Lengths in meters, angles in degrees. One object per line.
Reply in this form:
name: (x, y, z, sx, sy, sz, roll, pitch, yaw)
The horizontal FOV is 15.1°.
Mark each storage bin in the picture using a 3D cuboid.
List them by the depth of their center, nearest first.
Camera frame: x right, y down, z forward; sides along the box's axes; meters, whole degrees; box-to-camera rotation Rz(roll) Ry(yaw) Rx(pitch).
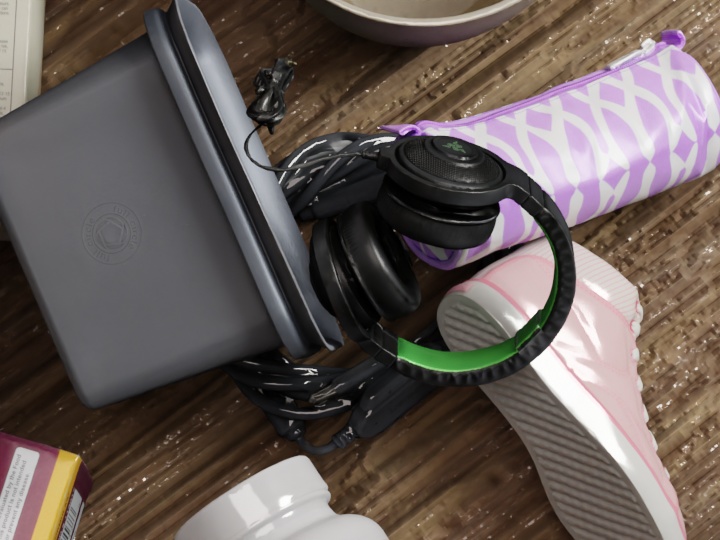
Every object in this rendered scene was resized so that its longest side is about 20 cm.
storage bin: (-0.110, -0.026, 1.443, 0.134, 0.146, 0.201, -23, 88, 5)

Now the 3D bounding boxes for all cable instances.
cable: (0.000, 0.000, 1.530, 0.200, 0.051, 0.163, -40, 71, -15)

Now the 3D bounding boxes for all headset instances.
headset: (0.021, -0.028, 1.408, 0.200, 0.094, 0.124, 38, 111, -17)

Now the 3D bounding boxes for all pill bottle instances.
pill bottle: (-0.012, 0.203, 1.432, 0.113, 0.113, 0.201, -30, 77, -9)

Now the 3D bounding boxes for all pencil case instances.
pencil case: (0.109, -0.067, 1.496, 0.199, 0.084, 0.086, -22, 111, -29)

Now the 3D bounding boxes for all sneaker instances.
sneaker: (0.135, 0.069, 1.493, 0.105, 0.075, 0.201, -38, 95, -37)

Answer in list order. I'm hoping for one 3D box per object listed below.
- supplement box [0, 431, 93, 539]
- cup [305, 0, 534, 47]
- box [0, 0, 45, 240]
supplement box: (-0.256, 0.130, 1.462, 0.199, 0.086, 0.111, 16, 76, 4)
cup: (0.031, -0.207, 1.536, 0.199, 0.143, 0.202, 0, 74, -1)
box: (-0.227, -0.124, 1.540, 0.094, 0.078, 0.201, 3, 74, 0)
